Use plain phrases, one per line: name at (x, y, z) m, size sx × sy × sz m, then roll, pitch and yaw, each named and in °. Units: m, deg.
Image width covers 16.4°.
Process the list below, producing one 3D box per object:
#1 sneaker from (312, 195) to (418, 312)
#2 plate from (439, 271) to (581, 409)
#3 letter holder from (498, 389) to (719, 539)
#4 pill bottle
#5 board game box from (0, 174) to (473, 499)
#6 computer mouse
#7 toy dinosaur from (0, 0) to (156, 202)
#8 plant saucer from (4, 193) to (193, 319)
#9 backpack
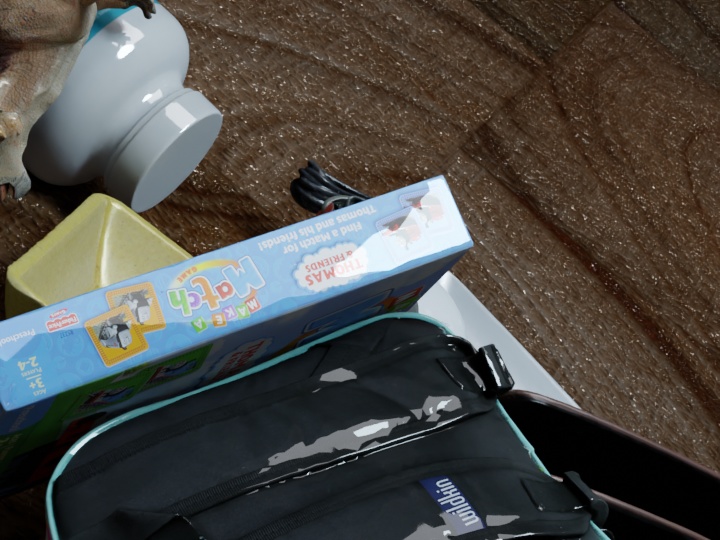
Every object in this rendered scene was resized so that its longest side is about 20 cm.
sneaker at (0.000, 0.000, 1.208) m, size 0.077 × 0.082 × 0.200 m, roll 10°, pitch 18°, yaw -8°
plate at (0.049, 0.070, 1.366) m, size 0.200 × 0.032 × 0.200 m, roll 47°, pitch 23°, yaw 24°
letter holder at (0.137, 0.135, 1.180) m, size 0.199 × 0.142 × 0.101 m, roll 26°, pitch 65°, yaw -29°
pill bottle at (-0.166, -0.121, 1.299) m, size 0.200 × 0.111 × 0.111 m, roll 42°, pitch 21°, yaw 11°
board game box at (-0.071, 0.032, 0.972) m, size 0.199 × 0.151 × 0.037 m, roll -20°, pitch 77°, yaw -26°
computer mouse at (0.023, 0.008, 1.347) m, size 0.109 × 0.044 × 0.200 m, roll 28°, pitch 23°, yaw -26°
toy dinosaur at (-0.176, -0.142, 1.206) m, size 0.086 × 0.135 × 0.201 m, roll 84°, pitch -12°, yaw -65°
plant saucer at (-0.074, 0.057, 1.149) m, size 0.200 × 0.049 × 0.200 m, roll 37°, pitch 14°, yaw -2°
backpack at (-0.024, 0.127, 0.940) m, size 0.199 × 0.154 × 0.176 m, roll -13°, pitch 55°, yaw -32°
